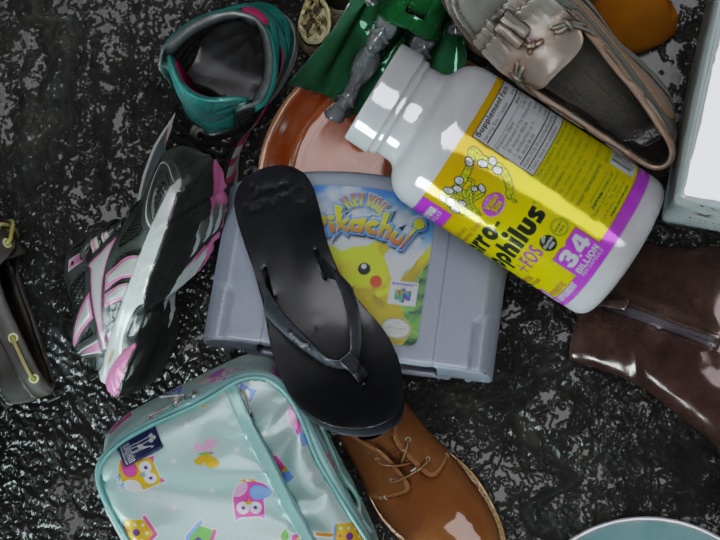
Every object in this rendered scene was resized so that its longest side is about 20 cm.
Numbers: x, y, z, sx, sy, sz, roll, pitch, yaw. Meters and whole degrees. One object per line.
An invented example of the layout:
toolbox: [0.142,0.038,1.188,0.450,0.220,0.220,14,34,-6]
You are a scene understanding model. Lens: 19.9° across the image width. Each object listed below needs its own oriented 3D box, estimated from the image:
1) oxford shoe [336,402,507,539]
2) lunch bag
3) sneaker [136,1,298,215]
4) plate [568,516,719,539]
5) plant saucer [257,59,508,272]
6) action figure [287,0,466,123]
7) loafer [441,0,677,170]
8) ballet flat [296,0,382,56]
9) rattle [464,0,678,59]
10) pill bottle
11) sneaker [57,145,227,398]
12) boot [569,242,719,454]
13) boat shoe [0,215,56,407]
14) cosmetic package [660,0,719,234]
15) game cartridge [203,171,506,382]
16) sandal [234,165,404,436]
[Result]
oxford shoe: [0.028,0.135,1.423,0.071,0.071,0.200,-40,85,0]
lunch bag: [-0.079,0.163,1.406,0.160,0.077,0.201,-27,100,8]
sneaker: [-0.108,-0.100,1.421,0.083,0.121,0.201,24,89,9]
plate: [0.200,0.271,1.422,0.199,0.026,0.201,0,86,5]
plant saucer: [0.027,-0.060,1.455,0.199,0.032,0.201,0,85,4]
action figure: [0.040,-0.183,1.383,0.118,0.055,0.201,22,114,-7]
loafer: [0.137,-0.136,1.344,0.200,0.063,0.072,34,114,-26]
ballet flat: [0.015,-0.226,1.412,0.200,0.046,0.067,-46,62,25]
rattle: [0.110,-0.228,1.454,0.200,0.143,0.131,31,132,42]
pill bottle: [0.092,-0.065,1.349,0.200,0.104,0.104,32,89,-2]
sneaker: [-0.163,-0.006,1.413,0.086,0.080,0.200,35,121,16]
boot: [0.226,0.080,1.423,0.166,0.072,0.201,11,89,17]
boat shoe: [-0.265,-0.003,1.457,0.060,0.072,0.202,-12,93,4]
cosmetic package: [0.298,-0.101,1.350,0.167,0.200,0.167,13,87,6]
game cartridge: [0.000,0.000,1.406,0.199,0.040,0.134,7,69,4]
sandal: [-0.035,0.021,1.359,0.076,0.043,0.201,-25,73,-5]
